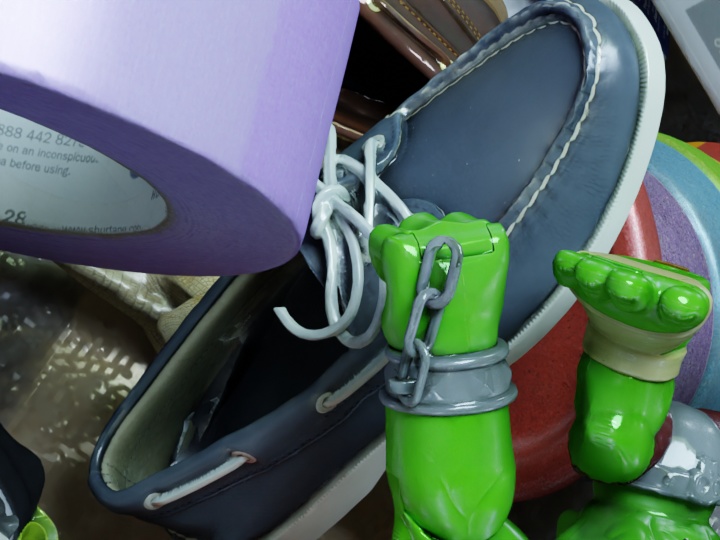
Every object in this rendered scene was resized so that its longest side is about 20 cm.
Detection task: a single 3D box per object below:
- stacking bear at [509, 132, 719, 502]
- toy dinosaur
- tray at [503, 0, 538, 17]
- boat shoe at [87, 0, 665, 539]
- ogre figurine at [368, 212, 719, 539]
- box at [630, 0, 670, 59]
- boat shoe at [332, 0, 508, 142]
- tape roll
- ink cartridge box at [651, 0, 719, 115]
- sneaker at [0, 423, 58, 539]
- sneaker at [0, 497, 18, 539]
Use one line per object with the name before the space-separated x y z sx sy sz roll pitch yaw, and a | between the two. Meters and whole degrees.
stacking bear | 0.084 0.004 0.833 0.200 0.121 0.114 -7 63 -58
toy dinosaur | -0.051 0.013 0.829 0.199 0.058 0.101 14 36 -27
tray | -0.015 -0.145 0.974 0.199 0.022 0.108 22 48 -11
boat shoe | 0.000 0.000 0.724 0.062 0.200 0.075 19 37 -40
ogre figurine | 0.084 0.062 0.693 0.199 0.121 0.098 10 9 -44
box | 0.061 -0.178 0.949 0.200 0.032 0.122 53 35 -43
boat shoe | -0.040 -0.098 0.893 0.199 0.071 0.071 23 45 -11
tape roll | -0.103 -0.059 0.663 0.199 0.200 0.066 18 77 -15
ink cartridge box | 0.141 -0.140 0.963 0.163 0.050 0.200 58 32 -7
sneaker | -0.163 0.017 0.762 0.200 0.072 0.083 50 29 10
sneaker | -0.108 0.095 0.628 0.072 0.072 0.200 38 16 -48
